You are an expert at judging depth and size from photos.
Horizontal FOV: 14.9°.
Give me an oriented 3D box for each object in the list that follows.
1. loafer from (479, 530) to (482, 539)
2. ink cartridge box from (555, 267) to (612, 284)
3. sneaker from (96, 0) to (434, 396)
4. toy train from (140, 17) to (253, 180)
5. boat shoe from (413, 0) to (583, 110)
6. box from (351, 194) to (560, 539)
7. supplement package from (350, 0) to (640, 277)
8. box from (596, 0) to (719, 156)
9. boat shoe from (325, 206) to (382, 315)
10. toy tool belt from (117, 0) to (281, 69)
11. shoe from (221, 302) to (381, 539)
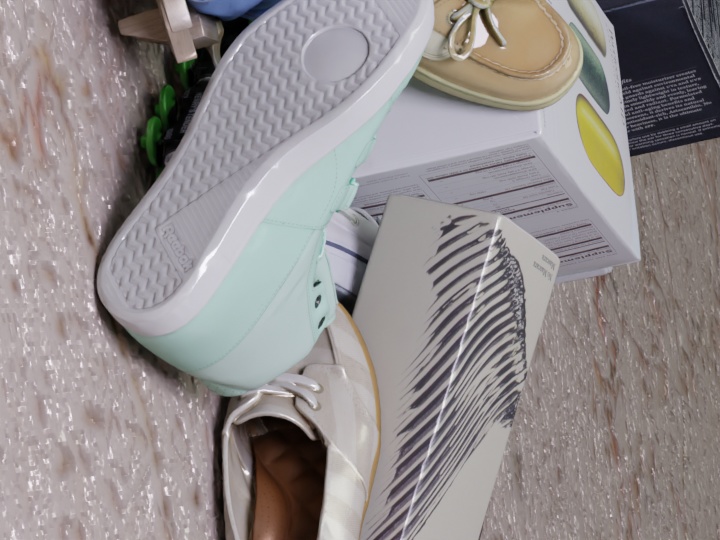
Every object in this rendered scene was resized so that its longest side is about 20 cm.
[{"bbox_3d":[0.030,0.159,1.446,0.063,0.071,0.201,88,6,-63],"label":"loafer"},{"bbox_3d":[0.103,-0.110,1.788,0.145,0.083,0.201,-75,150,-54],"label":"ink cartridge box"},{"bbox_3d":[-0.028,-0.037,1.228,0.201,0.074,0.118,-51,148,-8],"label":"sneaker"},{"bbox_3d":[-0.064,-0.089,1.324,0.200,0.041,0.057,-73,158,-56],"label":"toy train"},{"bbox_3d":[0.024,-0.150,1.349,0.073,0.199,0.063,-56,178,-20],"label":"boat shoe"},{"bbox_3d":[0.028,0.071,1.338,0.082,0.068,0.201,30,74,-58],"label":"box"},{"bbox_3d":[0.049,-0.091,1.493,0.200,0.150,0.153,43,39,-62],"label":"supplement package"},{"bbox_3d":[0.205,-0.226,2.116,0.199,0.123,0.201,56,27,-54],"label":"box"},{"bbox_3d":[0.000,0.000,1.409,0.200,0.073,0.067,38,46,-63],"label":"boat shoe"},{"bbox_3d":[-0.058,-0.147,1.231,0.123,0.124,0.200,67,18,4],"label":"toy tool belt"},{"bbox_3d":[-0.028,0.094,1.269,0.053,0.069,0.201,64,24,-61],"label":"shoe"}]
